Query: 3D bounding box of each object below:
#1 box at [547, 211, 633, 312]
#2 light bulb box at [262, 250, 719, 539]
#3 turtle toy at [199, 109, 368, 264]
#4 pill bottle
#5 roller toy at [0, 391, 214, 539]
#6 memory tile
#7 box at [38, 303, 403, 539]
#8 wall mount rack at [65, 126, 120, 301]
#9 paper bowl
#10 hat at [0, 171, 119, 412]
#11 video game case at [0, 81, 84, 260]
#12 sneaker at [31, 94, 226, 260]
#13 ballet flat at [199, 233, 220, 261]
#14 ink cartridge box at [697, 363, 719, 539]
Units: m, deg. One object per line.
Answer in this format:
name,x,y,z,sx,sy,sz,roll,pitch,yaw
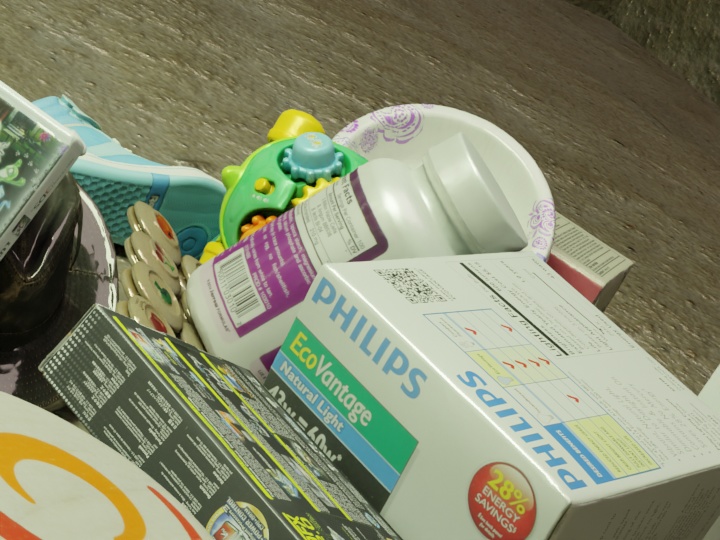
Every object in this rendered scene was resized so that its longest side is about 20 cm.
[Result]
box,0.124,-0.008,1.496,0.199,0.109,0.128,34,19,13
light bulb box,0.076,0.096,0.929,0.199,0.125,0.198,-4,39,-50
turtle toy,-0.011,-0.019,1.177,0.199,0.146,0.101,31,-11,-16
pill bottle,0.000,0.000,1.051,0.113,0.199,0.112,57,10,-16
roller toy,-0.150,0.140,0.647,0.182,0.140,0.200,30,9,-22
memory tile,-0.100,0.043,1.064,0.154,0.017,0.200,53,10,-23
box,-0.043,0.111,0.793,0.200,0.044,0.160,45,7,27
wall mount rack,-0.196,-0.004,1.067,0.174,0.074,0.200,62,25,5
paper bowl,0.051,-0.028,1.362,0.199,0.105,0.202,5,58,-8
hat,-0.202,-0.019,0.943,0.200,0.081,0.202,21,52,-29
video game case,-0.277,-0.050,0.898,0.200,0.182,0.023,35,-6,15
sneaker,-0.182,-0.075,1.254,0.199,0.080,0.131,16,24,-40
ballet flat,-0.024,0.024,1.248,0.199,0.071,0.067,29,18,-5
ink cartridge box,0.279,0.158,1.154,0.144,0.201,0.084,22,21,-25
